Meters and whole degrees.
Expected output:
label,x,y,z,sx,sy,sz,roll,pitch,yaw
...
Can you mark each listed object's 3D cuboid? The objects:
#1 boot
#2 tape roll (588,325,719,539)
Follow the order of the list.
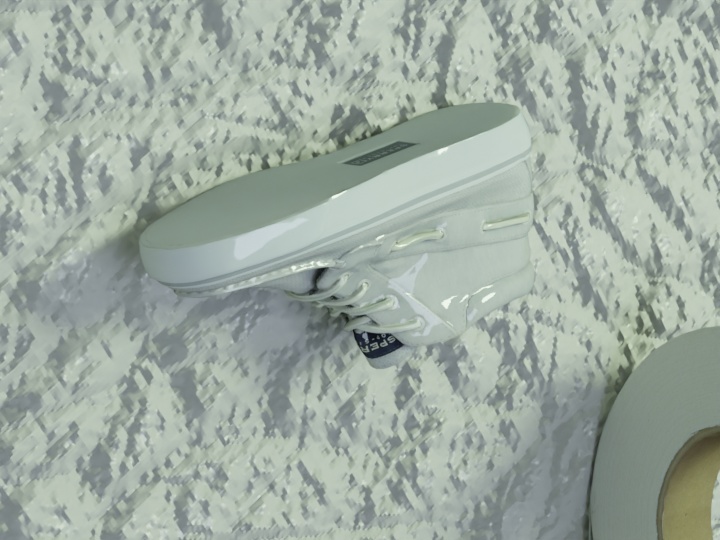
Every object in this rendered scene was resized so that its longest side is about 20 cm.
label,x,y,z,sx,sy,sz,roll,pitch,yaw
boot,0.000,0.000,1.063,0.200,0.073,0.096,-21,111,-33
tape roll,0.187,0.124,1.176,0.037,0.203,0.204,-5,109,-37
